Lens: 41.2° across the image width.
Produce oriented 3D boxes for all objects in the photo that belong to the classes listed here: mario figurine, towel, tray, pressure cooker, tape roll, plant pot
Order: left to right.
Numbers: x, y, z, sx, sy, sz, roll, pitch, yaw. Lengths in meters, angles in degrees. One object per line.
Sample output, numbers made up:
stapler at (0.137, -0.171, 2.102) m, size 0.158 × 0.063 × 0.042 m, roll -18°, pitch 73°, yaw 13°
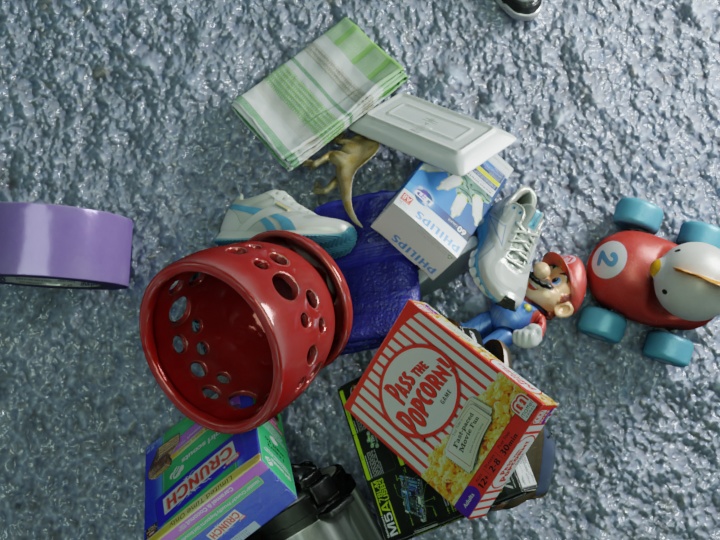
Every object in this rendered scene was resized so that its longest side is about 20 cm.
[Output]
tape roll at (-0.381, -0.026, 1.167) m, size 0.199 × 0.200 × 0.085 m, roll 2°, pitch 85°, yaw 0°
plant pot at (-0.118, 0.061, 1.089) m, size 0.200 × 0.182 × 0.201 m, roll 11°, pitch 111°, yaw 31°
pressure cooker at (-0.065, 0.326, 1.147) m, size 0.176 × 0.179 × 0.200 m, roll -28°, pitch 90°, yaw 4°
towel at (-0.057, -0.236, 1.247) m, size 0.200 × 0.031 × 0.149 m, roll -39°, pitch 60°, yaw -4°
towel at (0.000, 0.000, 1.197) m, size 0.147 × 0.050 × 0.201 m, roll -14°, pitch 66°, yaw 24°
tray at (0.086, -0.180, 1.201) m, size 0.107 × 0.022 × 0.200 m, roll -35°, pitch 45°, yaw -29°
mario figurine at (0.197, 0.036, 1.206) m, size 0.200 × 0.106 × 0.124 m, roll -33°, pitch 80°, yaw -13°

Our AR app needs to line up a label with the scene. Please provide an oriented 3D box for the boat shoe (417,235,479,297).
boat shoe at (0.063, 0.002, 1.236) m, size 0.199 × 0.074 × 0.068 m, roll -34°, pitch 69°, yaw 9°

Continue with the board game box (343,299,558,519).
board game box at (0.095, 0.150, 1.062) m, size 0.200 × 0.046 × 0.152 m, roll 37°, pitch 103°, yaw 31°

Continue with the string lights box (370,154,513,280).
string lights box at (0.105, -0.091, 1.190) m, size 0.103 × 0.059 × 0.200 m, roll 40°, pitch 47°, yaw -5°

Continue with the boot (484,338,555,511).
boot at (0.181, 0.185, 1.148) m, size 0.097 × 0.075 × 0.201 m, roll 7°, pitch 85°, yaw -34°

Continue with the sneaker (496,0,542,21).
sneaker at (0.206, -0.437, 1.256) m, size 0.075 × 0.114 × 0.201 m, roll -8°, pitch 85°, yaw -1°

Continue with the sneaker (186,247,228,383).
sneaker at (-0.189, 0.069, 1.213) m, size 0.077 × 0.086 × 0.201 m, roll -16°, pitch 86°, yaw 7°

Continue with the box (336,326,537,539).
box at (0.083, 0.194, 1.120) m, size 0.193 × 0.047 × 0.201 m, roll -31°, pitch 68°, yaw 30°

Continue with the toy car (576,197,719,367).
toy car at (0.381, 0.009, 1.169) m, size 0.176 × 0.200 × 0.185 m, roll 20°, pitch 84°, yaw 0°

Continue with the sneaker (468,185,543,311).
sneaker at (0.186, -0.037, 1.171) m, size 0.075 × 0.200 × 0.087 m, roll 32°, pitch 128°, yaw -20°

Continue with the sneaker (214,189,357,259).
sneaker at (-0.092, -0.060, 1.202) m, size 0.199 × 0.077 × 0.081 m, roll 4°, pitch 66°, yaw 30°

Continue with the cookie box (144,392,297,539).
cookie box at (-0.169, 0.237, 1.128) m, size 0.171 × 0.200 × 0.075 m, roll -38°, pitch 116°, yaw 6°

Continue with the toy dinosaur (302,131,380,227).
toy dinosaur at (-0.021, -0.134, 1.217) m, size 0.101 × 0.058 × 0.200 m, roll -12°, pitch 41°, yaw 30°
